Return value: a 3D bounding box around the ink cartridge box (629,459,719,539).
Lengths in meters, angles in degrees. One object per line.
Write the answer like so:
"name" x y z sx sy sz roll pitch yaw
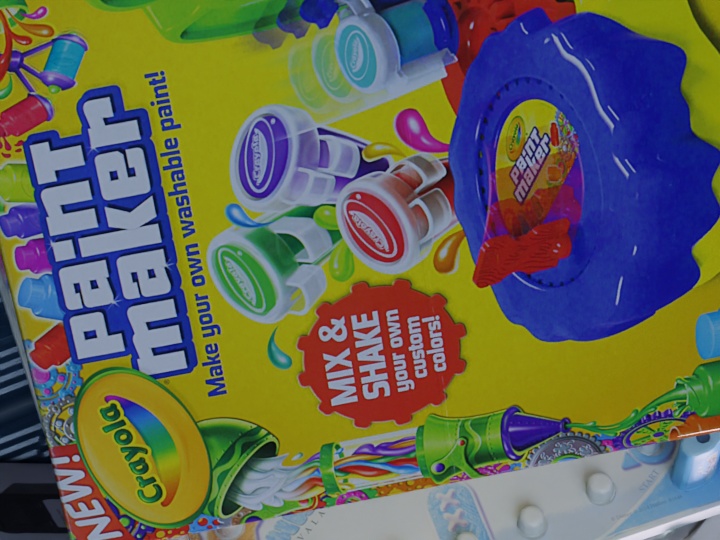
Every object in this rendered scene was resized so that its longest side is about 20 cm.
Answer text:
"ink cartridge box" 0.124 0.119 0.830 0.084 0.146 0.200 -47 117 -24

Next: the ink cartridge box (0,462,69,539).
"ink cartridge box" -0.075 0.120 0.784 0.199 0.145 0.084 1 107 -16

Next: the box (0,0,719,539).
"box" 0.002 -0.061 0.634 0.191 0.122 0.201 -11 122 -2

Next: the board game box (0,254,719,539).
"board game box" 0.000 0.000 0.750 0.199 0.201 0.026 -17 151 -9
